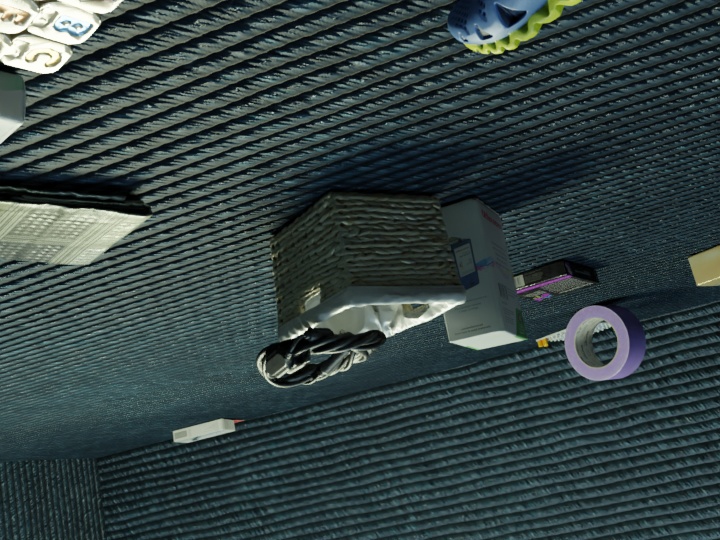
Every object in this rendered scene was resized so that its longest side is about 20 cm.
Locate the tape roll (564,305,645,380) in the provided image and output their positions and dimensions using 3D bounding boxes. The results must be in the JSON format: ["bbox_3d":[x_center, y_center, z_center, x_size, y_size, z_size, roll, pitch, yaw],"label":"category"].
[{"bbox_3d":[0.652,0.192,2.414,0.085,0.200,0.200,1,161,-42],"label":"tape roll"}]

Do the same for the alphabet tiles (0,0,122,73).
[{"bbox_3d":[-0.262,-0.181,0.595,0.200,0.015,0.195,-31,157,35],"label":"alphabet tiles"}]

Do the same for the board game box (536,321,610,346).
[{"bbox_3d":[0.682,0.197,2.804,0.200,0.026,0.200,0,162,-37],"label":"board game box"}]

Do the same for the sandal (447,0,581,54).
[{"bbox_3d":[0.132,-0.232,0.673,0.087,0.080,0.200,33,149,-25],"label":"sandal"}]

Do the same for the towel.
[{"bbox_3d":[-0.361,-0.052,1.031,0.192,0.035,0.200,5,161,-40],"label":"towel"}]

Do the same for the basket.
[{"bbox_3d":[0.000,0.000,1.241,0.200,0.161,0.198,-2,163,-35],"label":"basket"}]

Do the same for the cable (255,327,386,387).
[{"bbox_3d":[-0.057,0.114,1.240,0.163,0.051,0.200,-10,162,-25],"label":"cable"}]

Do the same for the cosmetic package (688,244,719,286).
[{"bbox_3d":[0.837,-0.029,1.977,0.105,0.071,0.200,-2,162,-36],"label":"cosmetic package"}]

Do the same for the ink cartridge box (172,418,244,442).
[{"bbox_3d":[-0.535,0.569,3.206,0.200,0.045,0.176,-16,164,18],"label":"ink cartridge box"}]

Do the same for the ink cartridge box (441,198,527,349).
[{"bbox_3d":[0.172,0.008,1.337,0.087,0.200,0.145,-14,167,21],"label":"ink cartridge box"}]

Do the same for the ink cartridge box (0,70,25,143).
[{"bbox_3d":[-0.392,-0.123,0.706,0.161,0.050,0.200,-24,157,39],"label":"ink cartridge box"}]

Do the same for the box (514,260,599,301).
[{"bbox_3d":[0.403,0.024,1.908,0.143,0.036,0.200,-20,162,30],"label":"box"}]
